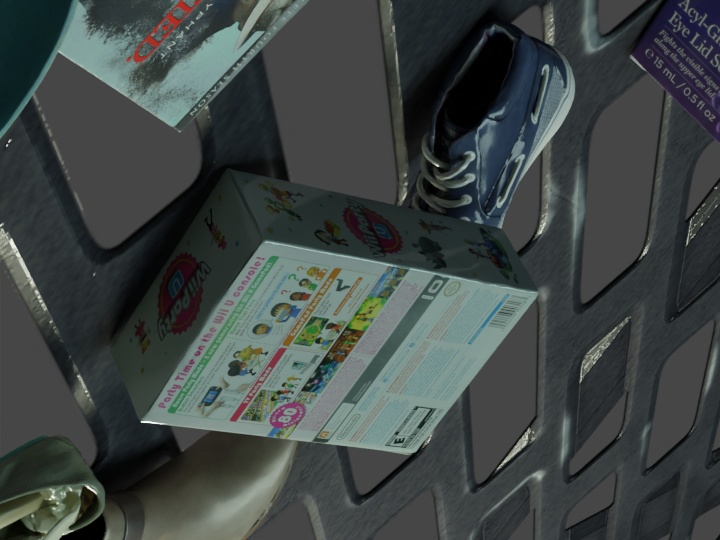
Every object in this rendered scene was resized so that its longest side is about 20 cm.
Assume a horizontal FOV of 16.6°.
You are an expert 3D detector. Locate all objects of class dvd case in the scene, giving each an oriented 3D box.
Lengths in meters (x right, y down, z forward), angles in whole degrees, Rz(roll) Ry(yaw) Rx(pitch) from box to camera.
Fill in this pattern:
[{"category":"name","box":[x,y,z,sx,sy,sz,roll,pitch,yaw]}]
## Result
[{"category":"dvd case","box":[-0.073,-0.142,1.134,0.146,0.022,0.200,-45,162,4]}]

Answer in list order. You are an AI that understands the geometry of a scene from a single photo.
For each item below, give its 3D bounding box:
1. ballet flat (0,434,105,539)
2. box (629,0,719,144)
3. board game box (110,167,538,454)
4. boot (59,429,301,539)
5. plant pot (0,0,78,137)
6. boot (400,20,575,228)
[{"category":"ballet flat","box":[-0.222,0.149,1.386,0.199,0.064,0.068,-24,153,-45]},{"category":"box","box":[0.302,-0.176,1.651,0.104,0.148,0.200,-20,149,-49]},{"category":"board game box","box":[-0.020,0.029,1.427,0.199,0.064,0.148,10,129,-37]},{"category":"boot","box":[-0.135,0.157,1.584,0.200,0.070,0.146,-48,159,12]},{"category":"plant pot","box":[-0.204,-0.096,0.776,0.200,0.135,0.200,-38,161,-16]},{"category":"boot","box":[0.054,-0.057,1.496,0.201,0.073,0.090,-64,154,3]}]
